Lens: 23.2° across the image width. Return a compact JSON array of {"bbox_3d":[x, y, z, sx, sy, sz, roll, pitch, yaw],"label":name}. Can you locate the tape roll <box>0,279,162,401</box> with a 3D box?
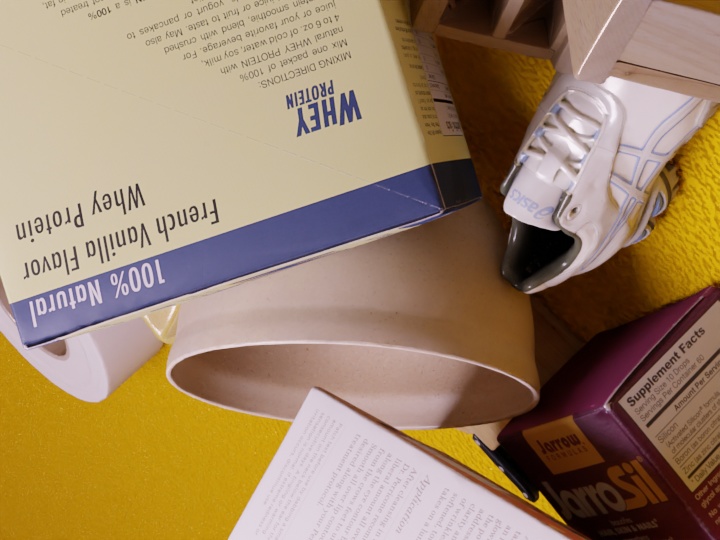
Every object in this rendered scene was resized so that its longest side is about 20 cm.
[{"bbox_3d":[-0.264,0.015,1.518,0.202,0.071,0.203,37,152,23],"label":"tape roll"}]

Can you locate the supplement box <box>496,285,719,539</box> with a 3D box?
[{"bbox_3d":[0.192,0.126,0.951,0.200,0.103,0.131,50,155,-3],"label":"supplement box"}]

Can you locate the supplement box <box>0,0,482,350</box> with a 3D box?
[{"bbox_3d":[-0.072,-0.094,0.790,0.134,0.199,0.201,-22,-86,-78],"label":"supplement box"}]

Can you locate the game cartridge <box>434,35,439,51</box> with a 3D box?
[{"bbox_3d":[-0.054,-0.110,0.943,0.198,0.033,0.176,11,161,9],"label":"game cartridge"}]

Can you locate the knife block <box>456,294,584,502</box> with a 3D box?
[{"bbox_3d":[0.089,0.052,1.053,0.175,0.064,0.201,16,139,46],"label":"knife block"}]

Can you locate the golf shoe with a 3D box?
[{"bbox_3d":[0.111,-0.060,0.832,0.078,0.097,0.201,37,150,25],"label":"golf shoe"}]

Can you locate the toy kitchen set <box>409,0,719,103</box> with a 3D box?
[{"bbox_3d":[0.126,-0.095,0.661,0.162,0.201,0.181,11,139,-15],"label":"toy kitchen set"}]

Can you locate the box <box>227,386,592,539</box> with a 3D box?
[{"bbox_3d":[0.056,0.165,0.915,0.199,0.107,0.152,28,176,37],"label":"box"}]

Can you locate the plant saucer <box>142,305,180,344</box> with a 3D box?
[{"bbox_3d":[-0.158,-0.045,1.315,0.200,0.048,0.200,52,154,-10],"label":"plant saucer"}]

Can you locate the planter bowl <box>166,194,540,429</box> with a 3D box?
[{"bbox_3d":[0.000,0.000,0.949,0.198,0.136,0.200,4,164,1],"label":"planter bowl"}]
